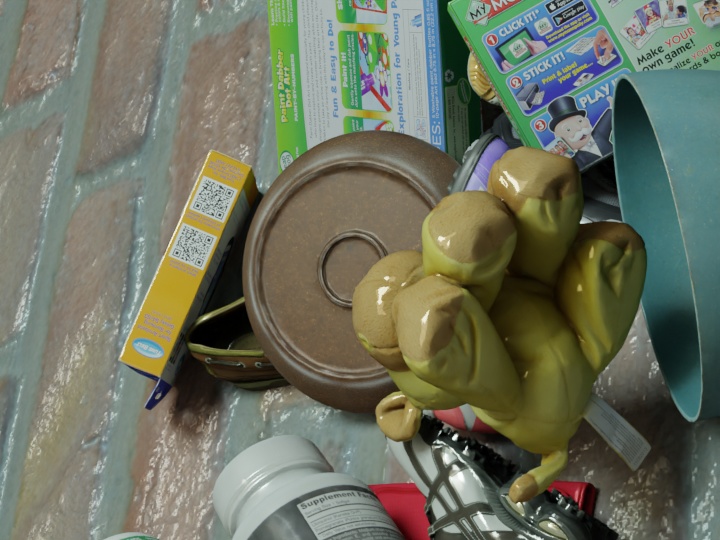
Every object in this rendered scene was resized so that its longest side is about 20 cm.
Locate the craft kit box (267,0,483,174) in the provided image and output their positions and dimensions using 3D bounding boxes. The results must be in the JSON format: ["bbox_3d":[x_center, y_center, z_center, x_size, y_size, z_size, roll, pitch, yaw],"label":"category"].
[{"bbox_3d":[0.008,-0.149,1.415,0.197,0.048,0.200,10,108,47],"label":"craft kit box"}]

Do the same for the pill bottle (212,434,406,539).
[{"bbox_3d":[-0.018,0.202,1.240,0.111,0.111,0.200,-49,48,14],"label":"pill bottle"}]

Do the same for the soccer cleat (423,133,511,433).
[{"bbox_3d":[0.085,0.011,1.252,0.073,0.068,0.200,17,109,23],"label":"soccer cleat"}]

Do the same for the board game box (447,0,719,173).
[{"bbox_3d":[0.174,-0.157,1.208,0.200,0.029,0.135,-29,87,0],"label":"board game box"}]

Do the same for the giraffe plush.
[{"bbox_3d":[0.067,0.032,1.139,0.173,0.200,0.162,-40,26,-26],"label":"giraffe plush"}]

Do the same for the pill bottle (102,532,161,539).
[{"bbox_3d":[-0.121,0.264,1.330,0.200,0.113,0.113,21,84,51],"label":"pill bottle"}]

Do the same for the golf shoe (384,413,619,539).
[{"bbox_3d":[0.065,0.154,1.196,0.200,0.078,0.095,31,93,52],"label":"golf shoe"}]

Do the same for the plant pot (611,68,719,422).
[{"bbox_3d":[0.231,-0.025,1.088,0.135,0.200,0.200,-11,52,0],"label":"plant pot"}]

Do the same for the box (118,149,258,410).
[{"bbox_3d":[-0.137,0.011,1.503,0.119,0.041,0.200,98,-163,-83],"label":"box"}]

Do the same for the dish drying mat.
[{"bbox_3d":[0.065,0.174,1.258,0.200,0.018,0.077,-7,64,45],"label":"dish drying mat"}]

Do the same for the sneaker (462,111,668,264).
[{"bbox_3d":[0.151,-0.079,1.268,0.114,0.075,0.200,-60,37,6],"label":"sneaker"}]

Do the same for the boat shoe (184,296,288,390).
[{"bbox_3d":[-0.046,0.043,1.414,0.200,0.068,0.072,-23,53,37],"label":"boat shoe"}]

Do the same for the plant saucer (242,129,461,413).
[{"bbox_3d":[0.000,0.000,1.344,0.200,0.034,0.200,-1,87,24],"label":"plant saucer"}]

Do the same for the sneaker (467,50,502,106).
[{"bbox_3d":[0.139,-0.191,1.275,0.200,0.076,0.088,-51,18,-2],"label":"sneaker"}]
